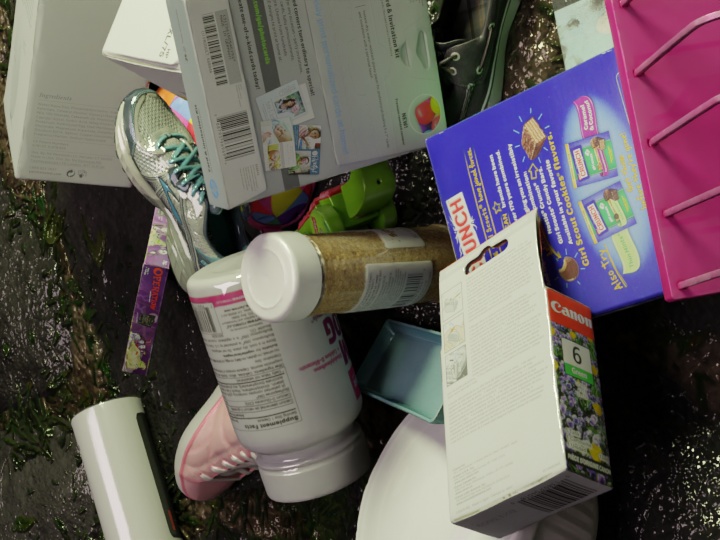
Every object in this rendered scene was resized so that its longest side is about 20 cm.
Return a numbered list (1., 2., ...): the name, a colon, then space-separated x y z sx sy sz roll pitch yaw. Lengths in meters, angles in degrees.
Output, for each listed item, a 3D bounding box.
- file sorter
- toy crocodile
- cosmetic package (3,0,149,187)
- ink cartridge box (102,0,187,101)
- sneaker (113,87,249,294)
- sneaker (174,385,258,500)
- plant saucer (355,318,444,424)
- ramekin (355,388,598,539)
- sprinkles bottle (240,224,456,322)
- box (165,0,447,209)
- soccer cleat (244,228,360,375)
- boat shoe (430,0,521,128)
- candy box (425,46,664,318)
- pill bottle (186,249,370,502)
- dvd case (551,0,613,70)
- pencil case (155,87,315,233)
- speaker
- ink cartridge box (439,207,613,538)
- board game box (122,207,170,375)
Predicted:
1. file sorter: 0.250 -0.097 0.777 0.125 0.138 0.201 134 126 -79
2. toy crocodile: -0.021 -0.043 1.112 0.062 0.067 0.200 64 158 8
3. cosmetic package: -0.287 -0.220 1.312 0.200 0.122 0.201 -120 38 -55
4. ink cartridge box: -0.077 -0.197 1.072 0.146 0.200 0.148 18 85 44
5. sneaker: -0.145 -0.076 1.151 0.086 0.077 0.201 -16 103 49
6. sneaker: -0.110 0.171 1.243 0.105 0.075 0.201 51 122 37
7. plant saucer: 0.044 0.082 1.049 0.070 0.019 0.200 -60 18 -7
8. ramekin: 0.092 0.190 0.978 0.202 0.094 0.203 -40 34 35
9. sprinkles bottle: 0.000 0.000 1.030 0.068 0.199 0.069 5 97 45
10. box: -0.035 -0.148 0.973 0.041 0.199 0.157 19 124 59
11. soccer cleat: -0.073 0.034 1.193 0.200 0.067 0.081 42 151 37
12. boat shoe: 0.082 -0.185 1.028 0.070 0.066 0.201 37 118 38
13. candy box: 0.156 -0.051 0.925 0.199 0.077 0.170 -21 82 44
14. pill bottle: -0.064 0.084 1.087 0.113 0.113 0.201 -5 107 46
15. dvd case: 0.215 -0.125 0.928 0.146 0.022 0.201 -15 81 45
16. pencil case: -0.127 -0.112 1.240 0.200 0.088 0.089 43 121 37
17. speaker: -0.247 0.243 1.387 0.081 0.081 0.201 -35 68 41
18. ink cartridge box: 0.109 0.070 0.888 0.109 0.050 0.201 -35 44 41
19. board game box: -0.204 0.000 1.277 0.200 0.032 0.121 -95 15 -61
